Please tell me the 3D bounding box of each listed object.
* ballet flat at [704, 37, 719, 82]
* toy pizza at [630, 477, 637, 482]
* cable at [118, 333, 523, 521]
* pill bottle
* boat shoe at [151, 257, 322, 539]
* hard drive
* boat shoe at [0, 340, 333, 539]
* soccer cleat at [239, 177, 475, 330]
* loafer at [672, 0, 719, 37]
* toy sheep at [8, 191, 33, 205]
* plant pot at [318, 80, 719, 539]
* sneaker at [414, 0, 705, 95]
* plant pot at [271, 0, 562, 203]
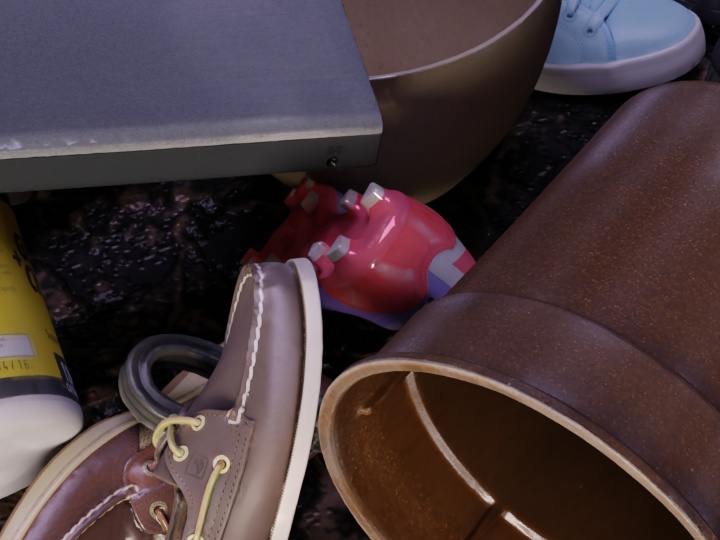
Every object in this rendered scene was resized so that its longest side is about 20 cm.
[{"bbox_3d":[0.191,-0.055,1.303,0.066,0.057,0.200,-5,44,3],"label":"ballet flat"},{"bbox_3d":[0.182,0.055,1.241,0.199,0.032,0.201,-4,44,3],"label":"toy pizza"},{"bbox_3d":[-0.007,0.072,1.206,0.199,0.050,0.097,-2,66,-16],"label":"cable"},{"bbox_3d":[-0.203,0.001,1.212,0.112,0.112,0.201,-17,72,-11],"label":"pill bottle"},{"bbox_3d":[-0.058,0.091,1.132,0.059,0.201,0.072,9,2,-12],"label":"boat shoe"},{"bbox_3d":[-0.103,-0.094,1.210,0.199,0.033,0.140,-5,47,-15],"label":"hard drive"},{"bbox_3d":[-0.080,0.101,1.202,0.072,0.072,0.200,27,46,31],"label":"boat shoe"},{"bbox_3d":[0.000,0.000,1.262,0.067,0.076,0.200,-55,13,-11],"label":"soccer cleat"},{"bbox_3d":[0.178,-0.171,1.449,0.200,0.071,0.068,19,50,25],"label":"loafer"},{"bbox_3d":[-0.203,-0.093,1.372,0.199,0.138,0.138,2,44,-3],"label":"toy sheep"},{"bbox_3d":[0.120,0.042,1.127,0.200,0.201,0.198,23,57,28],"label":"plant pot"},{"bbox_3d":[0.083,-0.150,1.431,0.199,0.082,0.074,13,48,20],"label":"sneaker"},{"bbox_3d":[0.004,-0.107,1.359,0.199,0.135,0.201,-3,43,3],"label":"plant pot"}]
